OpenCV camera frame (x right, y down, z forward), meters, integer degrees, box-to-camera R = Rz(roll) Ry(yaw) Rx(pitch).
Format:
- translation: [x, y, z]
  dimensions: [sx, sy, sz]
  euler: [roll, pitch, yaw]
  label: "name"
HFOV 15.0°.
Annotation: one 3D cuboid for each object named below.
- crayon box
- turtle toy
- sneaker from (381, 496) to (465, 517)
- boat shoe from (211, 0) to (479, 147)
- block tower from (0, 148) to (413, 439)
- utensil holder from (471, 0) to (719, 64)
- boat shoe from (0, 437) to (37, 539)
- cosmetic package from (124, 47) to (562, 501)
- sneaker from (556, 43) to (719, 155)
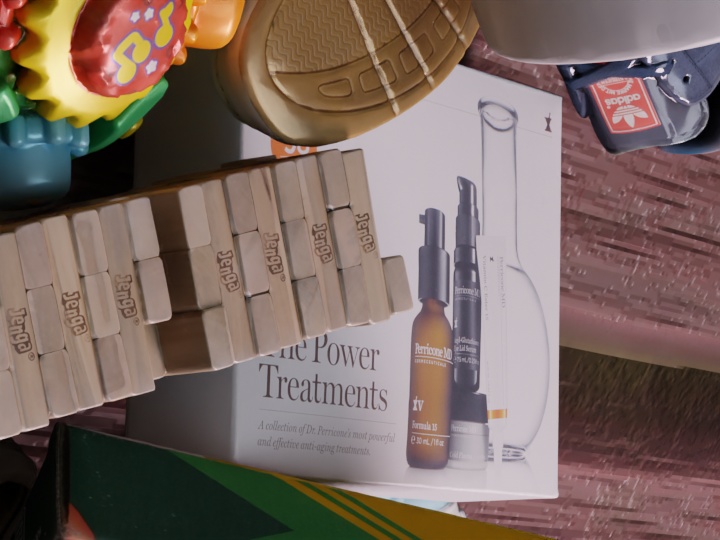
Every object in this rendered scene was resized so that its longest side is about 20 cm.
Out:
- translation: [-0.019, 0.127, 0.865]
  dimensions: [0.199, 0.051, 0.127]
  euler: [14, 129, -17]
  label: "crayon box"
- translation: [-0.099, -0.097, 0.744]
  dimensions: [0.146, 0.101, 0.200]
  euler: [-45, 145, -19]
  label: "turtle toy"
- translation: [-0.055, 0.094, 1.001]
  dimensions: [0.199, 0.074, 0.082]
  euler: [-20, 96, -34]
  label: "sneaker"
- translation: [0.003, -0.106, 0.871]
  dimensions: [0.200, 0.069, 0.071]
  euler: [-51, 127, -39]
  label: "boat shoe"
- translation: [-0.072, 0.007, 0.767]
  dimensions: [0.199, 0.054, 0.058]
  euler: [-14, 96, -48]
  label: "block tower"
- translation: [0.085, -0.180, 0.795]
  dimensions: [0.170, 0.169, 0.201]
  euler: [-30, 111, -36]
  label: "utensil holder"
- translation: [-0.180, 0.122, 0.848]
  dimensions: [0.202, 0.060, 0.072]
  euler: [-51, 146, -11]
  label: "boat shoe"
- translation: [0.000, 0.000, 0.941]
  dimensions: [0.200, 0.051, 0.152]
  euler: [10, 77, -55]
  label: "cosmetic package"
- translation: [0.092, -0.090, 1.001]
  dimensions: [0.200, 0.075, 0.085]
  euler: [17, 72, -55]
  label: "sneaker"
